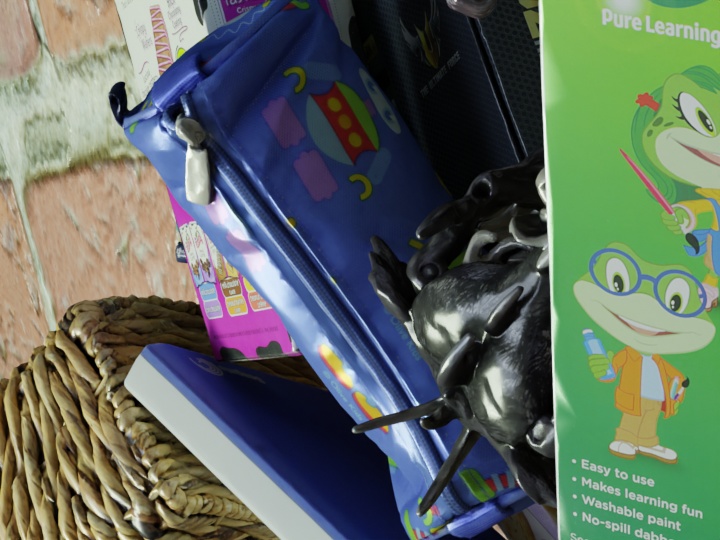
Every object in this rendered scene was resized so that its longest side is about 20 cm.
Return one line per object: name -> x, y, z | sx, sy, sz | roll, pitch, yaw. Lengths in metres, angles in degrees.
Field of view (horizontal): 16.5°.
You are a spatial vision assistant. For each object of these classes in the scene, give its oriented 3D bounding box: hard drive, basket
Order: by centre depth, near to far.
hard drive -> 0.009, 0.100, 0.972 | 0.200, 0.132, 0.025 | 40, 103, 41
basket -> -0.088, 0.109, 1.100 | 0.149, 0.199, 0.143 | -47, 54, 21

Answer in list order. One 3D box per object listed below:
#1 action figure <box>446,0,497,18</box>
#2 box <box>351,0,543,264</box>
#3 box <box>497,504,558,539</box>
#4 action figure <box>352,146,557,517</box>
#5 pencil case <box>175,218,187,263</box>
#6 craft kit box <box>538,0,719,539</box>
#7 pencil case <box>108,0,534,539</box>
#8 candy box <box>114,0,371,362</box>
action figure -> 0.065, -0.106, 0.654 | 0.199, 0.130, 0.070 | 16, 130, 36
box -> 0.032, -0.063, 0.923 | 0.200, 0.051, 0.159 | 138, 115, -68
box -> 0.108, 0.131, 0.892 | 0.200, 0.038, 0.042 | 55, 153, 41
action figure -> 0.079, -0.005, 0.755 | 0.119, 0.102, 0.200 | 57, 131, 24
pencil case -> -0.063, -0.110, 1.086 | 0.092, 0.085, 0.201 | -6, 100, 40
craft kit box -> 0.138, -0.002, 0.566 | 0.199, 0.048, 0.199 | 13, 121, 28
pencil case -> 0.000, 0.000, 0.840 | 0.078, 0.087, 0.201 | -33, 93, 34
candy box -> -0.042, -0.070, 0.949 | 0.136, 0.061, 0.201 | 171, 83, -74
